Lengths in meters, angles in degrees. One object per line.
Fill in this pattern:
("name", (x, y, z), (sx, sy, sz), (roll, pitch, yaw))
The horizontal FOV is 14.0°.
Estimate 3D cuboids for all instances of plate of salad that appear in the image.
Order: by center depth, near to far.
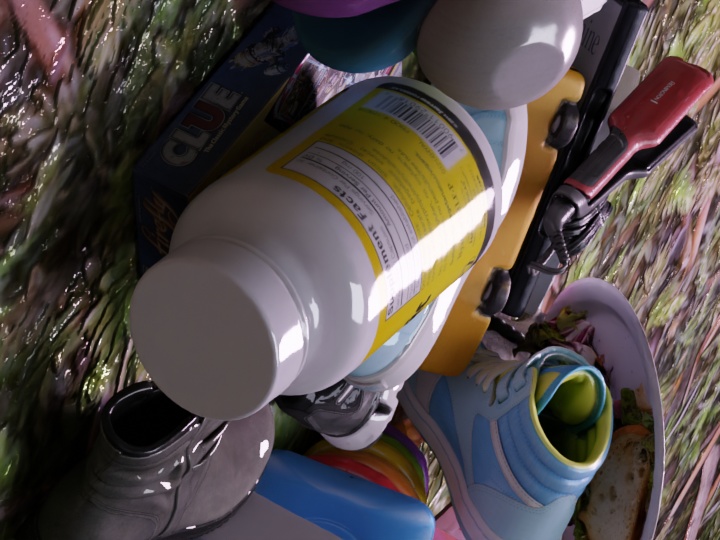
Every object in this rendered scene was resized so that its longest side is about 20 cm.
("plate of salad", (0.133, 0.105, 1.812), (0.048, 0.200, 0.201), (-1, 126, -21))

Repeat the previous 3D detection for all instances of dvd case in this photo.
("dvd case", (0.106, -0.086, 1.763), (0.143, 0.017, 0.201), (-126, -125, -66))

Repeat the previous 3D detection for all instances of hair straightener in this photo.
("hair straightener", (0.146, -0.045, 1.697), (0.200, 0.041, 0.077), (-52, 161, -46))

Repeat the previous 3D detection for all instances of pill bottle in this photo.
("pill bottle", (-0.023, -0.009, 1.403), (0.200, 0.111, 0.112), (-38, 149, -50))

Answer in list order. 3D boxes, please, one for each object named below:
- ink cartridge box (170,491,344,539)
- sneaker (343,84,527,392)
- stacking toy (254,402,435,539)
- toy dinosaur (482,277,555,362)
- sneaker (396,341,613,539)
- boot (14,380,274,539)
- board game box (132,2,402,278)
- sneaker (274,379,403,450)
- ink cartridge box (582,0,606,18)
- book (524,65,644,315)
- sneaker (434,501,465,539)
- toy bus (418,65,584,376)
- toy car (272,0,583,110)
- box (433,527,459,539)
("ink cartridge box", (-0.105, 0.217, 1.529), (0.200, 0.144, 0.146), (-35, 147, -55))
("sneaker", (0.027, -0.038, 1.572), (0.082, 0.074, 0.201), (37, 69, -53))
("stacking toy", (0.003, 0.132, 1.811), (0.200, 0.115, 0.110), (-58, 166, -61))
("toy dinosaur", (0.073, 0.072, 1.934), (0.077, 0.103, 0.200), (-28, 170, 37))
("sneaker", (0.091, 0.068, 1.772), (0.079, 0.201, 0.131), (-2, 141, -34))
("boot", (-0.081, 0.080, 1.480), (0.200, 0.068, 0.131), (-35, 166, -52))
("board game box", (-0.044, -0.067, 1.497), (0.200, 0.034, 0.136), (-51, 158, -32))
("sneaker", (0.000, 0.000, 1.646), (0.090, 0.066, 0.201), (16, 91, -55))
("ink cartridge box", (0.101, -0.232, 1.588), (0.146, 0.084, 0.201), (-31, 143, -58))
("book", (0.131, -0.058, 1.857), (0.200, 0.048, 0.134), (-67, -179, -76))
("sneaker", (0.093, 0.208, 1.972), (0.200, 0.121, 0.084), (-44, 172, 25))
("toy bus", (0.060, -0.039, 1.724), (0.201, 0.065, 0.078), (-69, -157, 14))
("toy car", (0.016, -0.172, 1.376), (0.149, 0.175, 0.201), (-16, 141, -18))
("box", (0.052, 0.240, 1.890), (0.095, 0.199, 0.103), (-32, 142, -54))
